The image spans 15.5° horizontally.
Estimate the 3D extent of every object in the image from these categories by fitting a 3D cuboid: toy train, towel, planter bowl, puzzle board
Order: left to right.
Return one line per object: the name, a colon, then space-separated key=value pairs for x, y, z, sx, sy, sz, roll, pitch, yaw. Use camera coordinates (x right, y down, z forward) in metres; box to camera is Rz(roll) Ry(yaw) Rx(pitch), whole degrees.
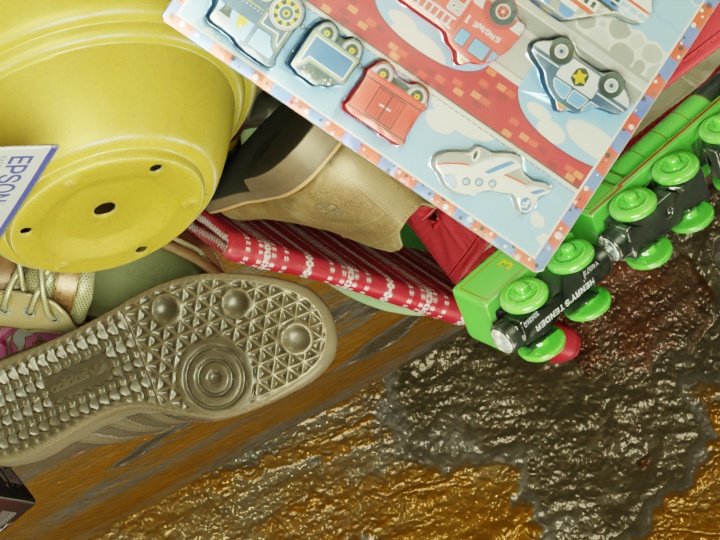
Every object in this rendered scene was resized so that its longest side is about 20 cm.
planter bowl: x=-0.125 y=-0.057 z=1.195 sx=0.200 sy=0.084 sz=0.200 roll=-15 pitch=151 yaw=-9
towel: x=0.000 y=0.000 z=1.328 sx=0.200 sy=0.023 sz=0.145 roll=16 pitch=-173 yaw=-25
puzzle board: x=0.038 y=-0.114 z=1.126 sx=0.151 sy=0.200 sz=0.017 roll=-56 pitch=-167 yaw=0
toy train: x=0.123 y=-0.029 z=1.206 sx=0.200 sy=0.042 sz=0.056 roll=-39 pitch=-142 yaw=-23

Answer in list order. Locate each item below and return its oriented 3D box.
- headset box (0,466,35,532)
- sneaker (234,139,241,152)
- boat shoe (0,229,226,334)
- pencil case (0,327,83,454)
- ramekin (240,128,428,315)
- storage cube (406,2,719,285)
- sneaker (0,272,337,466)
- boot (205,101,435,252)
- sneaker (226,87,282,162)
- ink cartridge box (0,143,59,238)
headset box: x=-0.250 y=0.077 z=1.308 sx=0.075 sy=0.149 sz=0.200 roll=-39 pitch=173 yaw=-2
sneaker: x=-0.062 y=-0.067 z=1.553 sx=0.079 sy=0.076 sz=0.200 roll=10 pitch=-156 yaw=32
boat shoe: x=-0.153 y=-0.004 z=1.308 sx=0.200 sy=0.076 sz=0.074 roll=3 pitch=-171 yaw=-29
pencil case: x=-0.145 y=0.049 z=1.475 sx=0.083 sy=0.087 sz=0.200 roll=-9 pitch=-176 yaw=18
ramekin: x=0.041 y=-0.084 z=1.474 sx=0.200 sy=0.200 sz=0.098 roll=-36 pitch=178 yaw=34
storage cube: x=0.069 y=-0.129 z=1.259 sx=0.200 sy=0.180 sz=0.171 roll=-36 pitch=174 yaw=-14
sneaker: x=-0.099 y=0.045 z=1.287 sx=0.200 sy=0.071 sz=0.076 roll=-14 pitch=176 yaw=17
boot: x=-0.021 y=-0.038 z=1.234 sx=0.074 sy=0.075 sz=0.200 roll=-53 pitch=-167 yaw=-7
sneaker: x=-0.107 y=-0.081 z=1.313 sx=0.200 sy=0.090 sz=0.075 roll=-25 pitch=170 yaw=-36
ink cartridge box: x=-0.253 y=-0.024 z=1.130 sx=0.200 sy=0.047 sz=0.198 roll=-6 pitch=159 yaw=-27
